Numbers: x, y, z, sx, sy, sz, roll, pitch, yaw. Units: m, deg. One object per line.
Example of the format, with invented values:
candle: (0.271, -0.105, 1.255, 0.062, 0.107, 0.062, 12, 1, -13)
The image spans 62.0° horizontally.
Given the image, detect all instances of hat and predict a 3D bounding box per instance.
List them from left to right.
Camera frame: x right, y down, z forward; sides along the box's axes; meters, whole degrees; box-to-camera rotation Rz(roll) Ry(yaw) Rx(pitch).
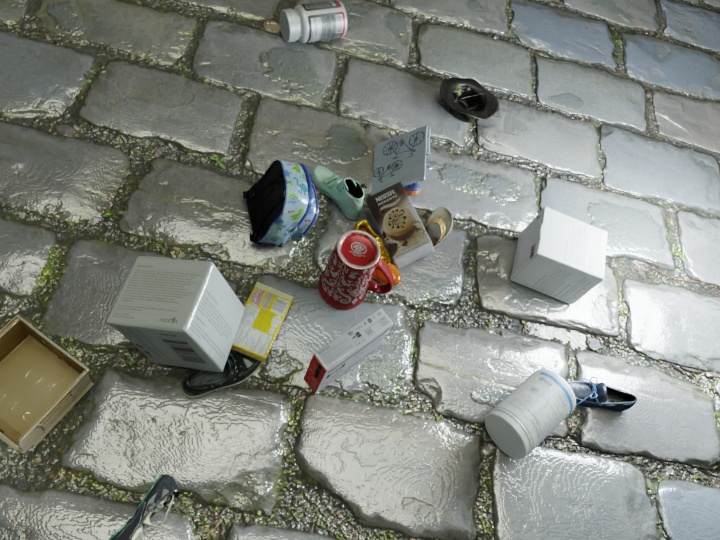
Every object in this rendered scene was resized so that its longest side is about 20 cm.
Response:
hat: (0.338, -0.531, 1.928, 0.198, 0.081, 0.202, 8, 53, -10)

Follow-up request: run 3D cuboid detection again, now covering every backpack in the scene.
backpack: (-0.193, -0.178, 1.539, 0.146, 0.200, 0.185, 5, 58, -34)

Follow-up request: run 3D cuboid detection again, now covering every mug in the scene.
mug: (-0.006, -0.010, 1.496, 0.176, 0.200, 0.134, -13, 66, -19)

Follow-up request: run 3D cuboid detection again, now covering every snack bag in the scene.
snack bag: (0.116, -0.312, 1.724, 0.021, 0.187, 0.202, 39, 46, -45)

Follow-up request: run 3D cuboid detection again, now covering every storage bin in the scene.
storage bin: (-0.709, 0.239, 1.252, 0.199, 0.094, 0.199, 35, 60, 5)

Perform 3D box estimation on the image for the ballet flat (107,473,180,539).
ballet flat: (-0.435, 0.505, 1.196, 0.073, 0.073, 0.200, 35, 58, 6)

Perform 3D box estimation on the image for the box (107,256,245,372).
box: (-0.394, 0.095, 1.313, 0.198, 0.200, 0.173, 5, 58, 17)

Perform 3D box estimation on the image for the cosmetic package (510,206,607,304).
cosmetic package: (0.551, -0.039, 1.671, 0.198, 0.165, 0.166, 22, 59, -2)

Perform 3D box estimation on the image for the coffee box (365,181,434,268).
coffee box: (0.106, -0.123, 1.630, 0.112, 0.080, 0.201, -26, 68, 4)

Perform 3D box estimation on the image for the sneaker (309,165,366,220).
sneaker: (-0.058, -0.244, 1.654, 0.074, 0.118, 0.200, -38, 75, -26)

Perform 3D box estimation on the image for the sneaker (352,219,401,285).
sneaker: (0.040, -0.044, 1.598, 0.073, 0.077, 0.201, -31, 75, -28)

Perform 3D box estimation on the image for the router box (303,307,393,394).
router box: (-0.031, 0.190, 1.397, 0.199, 0.180, 0.049, -32, 74, -27)

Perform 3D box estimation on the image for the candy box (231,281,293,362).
candy box: (-0.241, 0.120, 1.445, 0.101, 0.027, 0.201, 21, 46, 0)

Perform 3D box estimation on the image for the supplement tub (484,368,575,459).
supplement tub: (0.413, 0.344, 1.455, 0.199, 0.132, 0.132, -32, 74, -25)

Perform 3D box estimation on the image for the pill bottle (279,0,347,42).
pill bottle: (-0.152, -0.796, 1.924, 0.198, 0.114, 0.115, -16, 68, -21)

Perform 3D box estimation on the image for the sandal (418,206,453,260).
sandal: (0.201, -0.108, 1.683, 0.080, 0.054, 0.200, 38, 62, 9)

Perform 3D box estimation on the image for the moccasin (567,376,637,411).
moccasin: (0.619, 0.314, 1.557, 0.198, 0.068, 0.081, 8, 61, -10)

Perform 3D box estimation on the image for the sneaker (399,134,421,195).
sneaker: (0.152, -0.324, 1.771, 0.075, 0.079, 0.202, -5, 64, -17)

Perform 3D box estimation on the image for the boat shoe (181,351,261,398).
boat shoe: (-0.314, 0.225, 1.373, 0.198, 0.066, 0.075, -18, 67, -22)
